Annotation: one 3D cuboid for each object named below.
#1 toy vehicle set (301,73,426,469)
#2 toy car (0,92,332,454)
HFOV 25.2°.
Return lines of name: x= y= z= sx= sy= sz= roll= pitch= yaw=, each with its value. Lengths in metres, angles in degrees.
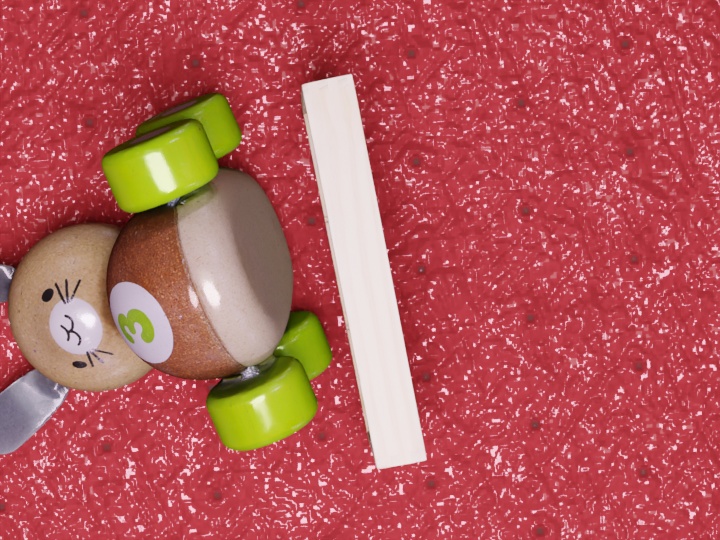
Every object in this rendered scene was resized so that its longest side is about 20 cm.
toy vehicle set: x=0.000 y=0.000 z=0.870 sx=0.026 sy=0.124 sz=0.200 roll=-11 pitch=92 yaw=-2
toy car: x=-0.139 y=0.022 z=0.862 sx=0.200 sy=0.158 sz=0.165 roll=-20 pitch=103 yaw=10
